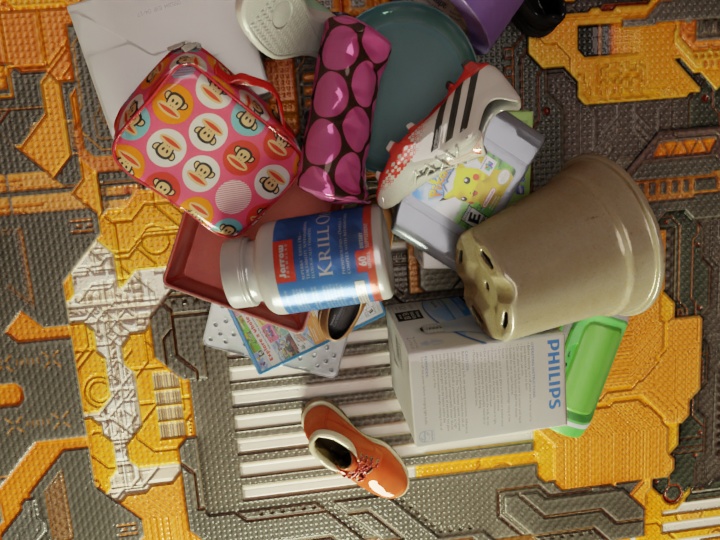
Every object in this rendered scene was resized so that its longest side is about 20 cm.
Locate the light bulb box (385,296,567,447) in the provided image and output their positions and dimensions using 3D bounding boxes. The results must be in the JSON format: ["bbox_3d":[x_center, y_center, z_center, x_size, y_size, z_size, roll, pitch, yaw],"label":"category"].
[{"bbox_3d":[0.145,0.121,0.920,0.194,0.199,0.129,-7,105,-5],"label":"light bulb box"}]

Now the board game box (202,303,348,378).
[{"bbox_3d":[-0.101,0.029,0.964,0.195,0.026,0.205,15,99,-9],"label":"board game box"}]

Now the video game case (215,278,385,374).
[{"bbox_3d":[-0.080,0.036,0.946,0.196,0.018,0.146,-25,103,-1],"label":"video game case"}]

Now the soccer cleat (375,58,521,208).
[{"bbox_3d":[0.095,-0.140,0.777,0.085,0.068,0.201,43,96,22],"label":"soccer cleat"}]

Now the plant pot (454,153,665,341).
[{"bbox_3d":[0.217,-0.012,0.819,0.179,0.200,0.206,-20,103,-14],"label":"plant pot"}]

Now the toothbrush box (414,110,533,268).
[{"bbox_3d":[0.148,-0.111,0.932,0.141,0.086,0.206,-2,100,-4],"label":"toothbrush box"}]

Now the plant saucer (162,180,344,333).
[{"bbox_3d":[-0.134,-0.046,0.904,0.195,0.037,0.205,19,90,1],"label":"plant saucer"}]

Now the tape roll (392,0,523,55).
[{"bbox_3d":[0.099,-0.354,0.819,0.198,0.200,0.086,37,95,-12],"label":"tape roll"}]

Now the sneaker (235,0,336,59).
[{"bbox_3d":[-0.109,-0.299,0.785,0.117,0.200,0.075,37,109,14],"label":"sneaker"}]

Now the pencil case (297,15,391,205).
[{"bbox_3d":[-0.015,-0.179,0.793,0.091,0.090,0.206,9,94,-21],"label":"pencil case"}]

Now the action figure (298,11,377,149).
[{"bbox_3d":[-0.012,-0.222,0.894,0.126,0.069,0.206,10,92,7],"label":"action figure"}]

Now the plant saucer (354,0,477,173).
[{"bbox_3d":[0.047,-0.216,0.833,0.194,0.027,0.207,1,92,14],"label":"plant saucer"}]

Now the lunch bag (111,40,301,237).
[{"bbox_3d":[-0.164,-0.151,0.792,0.176,0.083,0.199,-41,126,15],"label":"lunch bag"}]

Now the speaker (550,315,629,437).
[{"bbox_3d":[0.319,0.131,0.999,0.086,0.089,0.205,16,99,-9],"label":"speaker"}]

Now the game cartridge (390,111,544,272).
[{"bbox_3d":[0.126,-0.113,0.869,0.131,0.041,0.203,29,99,-4],"label":"game cartridge"}]

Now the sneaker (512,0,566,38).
[{"bbox_3d":[0.191,-0.385,0.881,0.198,0.091,0.077,36,97,-10],"label":"sneaker"}]

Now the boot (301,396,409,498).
[{"bbox_3d":[-0.004,0.273,0.983,0.199,0.107,0.075,40,94,-13],"label":"boot"}]

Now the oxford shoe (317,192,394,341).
[{"bbox_3d":[0.000,0.000,0.903,0.070,0.071,0.205,17,97,-8],"label":"oxford shoe"}]

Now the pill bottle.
[{"bbox_3d":[-0.062,-0.009,0.826,0.194,0.112,0.115,-9,102,7],"label":"pill bottle"}]

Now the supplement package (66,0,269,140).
[{"bbox_3d":[-0.223,-0.264,0.849,0.195,0.111,0.160,-17,102,-2],"label":"supplement package"}]
